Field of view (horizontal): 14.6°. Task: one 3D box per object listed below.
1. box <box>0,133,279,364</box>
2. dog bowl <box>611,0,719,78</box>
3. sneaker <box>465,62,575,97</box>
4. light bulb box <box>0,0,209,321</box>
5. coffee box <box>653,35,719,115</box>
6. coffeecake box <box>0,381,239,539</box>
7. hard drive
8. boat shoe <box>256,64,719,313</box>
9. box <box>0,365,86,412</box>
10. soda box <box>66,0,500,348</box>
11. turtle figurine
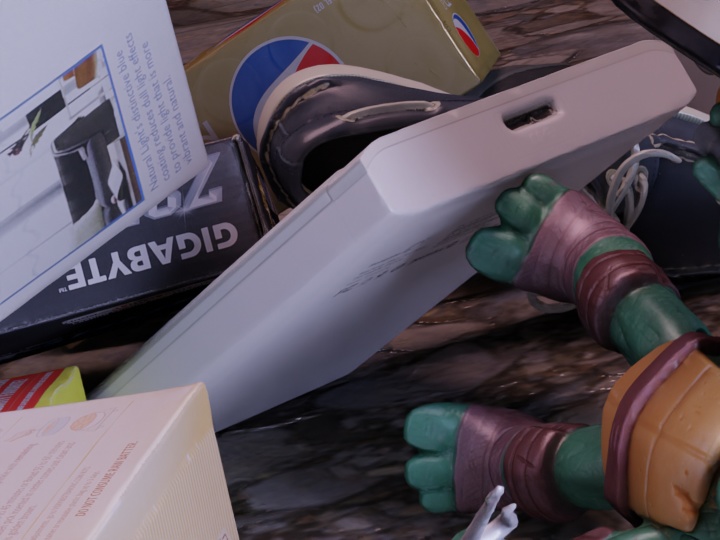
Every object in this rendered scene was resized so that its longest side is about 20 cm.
[{"bbox_3d":[-0.125,0.007,0.965,0.199,0.050,0.199,-16,-1,-1],"label":"box"},{"bbox_3d":[0.164,-0.049,0.695,0.200,0.074,0.200,28,9,-5],"label":"dog bowl"},{"bbox_3d":[0.105,-0.052,1.112,0.082,0.074,0.200,2,19,41],"label":"sneaker"},{"bbox_3d":[-0.188,-0.060,0.837,0.200,0.125,0.198,-38,50,-23],"label":"light bulb box"},{"bbox_3d":[0.225,-0.151,1.035,0.199,0.199,0.200,-15,-11,-21],"label":"coffee box"},{"bbox_3d":[-0.141,0.095,0.680,0.199,0.073,0.154,-8,14,11],"label":"coffeecake box"},{"bbox_3d":[0.000,0.000,0.875,0.132,0.026,0.200,-22,-11,-40],"label":"hard drive"},{"bbox_3d":[0.063,-0.029,0.980,0.199,0.075,0.062,14,18,-15],"label":"boat shoe"},{"bbox_3d":[-0.182,0.075,0.852,0.199,0.050,0.075,-9,11,8],"label":"box"},{"bbox_3d":[-0.048,-0.053,1.096,0.200,0.068,0.064,-32,7,16],"label":"soda box"},{"bbox_3d":[0.073,0.038,0.708,0.150,0.101,0.200,-54,18,-3],"label":"turtle figurine"}]
